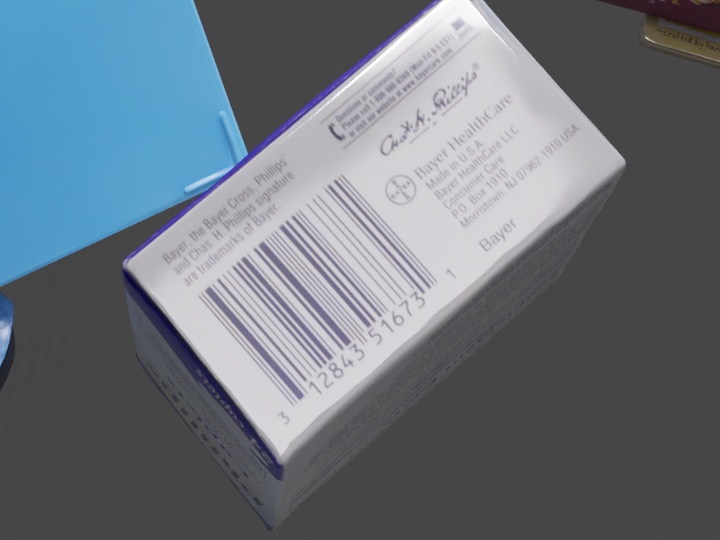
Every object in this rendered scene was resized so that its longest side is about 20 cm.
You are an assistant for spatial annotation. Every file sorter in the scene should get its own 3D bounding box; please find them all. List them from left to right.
[{"bbox_3d":[-0.174,-0.082,1.074,0.199,0.123,0.140,-25,121,-10],"label":"file sorter"}]

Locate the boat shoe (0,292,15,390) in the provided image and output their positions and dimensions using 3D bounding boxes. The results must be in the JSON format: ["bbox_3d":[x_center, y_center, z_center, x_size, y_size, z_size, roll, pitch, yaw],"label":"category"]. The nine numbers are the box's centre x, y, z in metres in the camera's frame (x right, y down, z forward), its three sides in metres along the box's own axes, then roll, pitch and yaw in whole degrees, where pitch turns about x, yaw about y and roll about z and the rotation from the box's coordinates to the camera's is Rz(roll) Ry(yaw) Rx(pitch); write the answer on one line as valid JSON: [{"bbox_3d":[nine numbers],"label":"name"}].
[{"bbox_3d":[-0.210,0.098,1.082,0.084,0.069,0.200,40,74,3],"label":"boat shoe"}]

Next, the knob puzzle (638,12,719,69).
[{"bbox_3d":[0.242,-0.180,1.195,0.218,0.030,0.222,1,77,-4],"label":"knob puzzle"}]

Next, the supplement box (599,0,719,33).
[{"bbox_3d":[0.126,-0.195,1.135,0.199,0.103,0.132,17,77,11],"label":"supplement box"}]

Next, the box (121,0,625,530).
[{"bbox_3d":[0.000,0.000,1.049,0.184,0.200,0.105,-40,82,-11],"label":"box"}]
